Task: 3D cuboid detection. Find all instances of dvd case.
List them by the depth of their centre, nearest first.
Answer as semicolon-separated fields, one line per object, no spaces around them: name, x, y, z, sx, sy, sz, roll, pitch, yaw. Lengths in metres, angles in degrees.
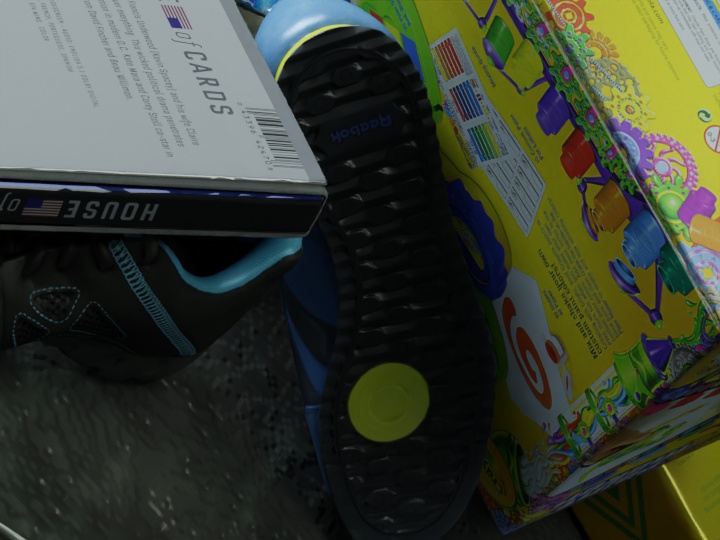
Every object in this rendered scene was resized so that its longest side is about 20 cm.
dvd case;-0.123;-0.070;0.668;0.199;0.025;0.151;2;43;-30

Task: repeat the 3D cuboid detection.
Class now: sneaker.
sneaker;-0.104;-0.012;0.682;0.199;0.082;0.074;2;65;-49
sneaker;0.000;0.000;0.786;0.078;0.066;0.201;-136;-146;-67

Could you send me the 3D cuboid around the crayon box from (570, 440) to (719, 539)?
crayon box;0.131;0.067;0.938;0.127;0.051;0.201;-23;82;-55

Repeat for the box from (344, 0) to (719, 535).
box;0.085;-0.044;0.789;0.121;0.193;0.201;-20;74;-27

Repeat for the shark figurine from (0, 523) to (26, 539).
shark figurine;-0.104;0.111;0.583;0.214;0.128;0.090;34;78;11

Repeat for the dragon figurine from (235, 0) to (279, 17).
dragon figurine;-0.054;-0.103;0.825;0.099;0.059;0.201;8;53;-41
